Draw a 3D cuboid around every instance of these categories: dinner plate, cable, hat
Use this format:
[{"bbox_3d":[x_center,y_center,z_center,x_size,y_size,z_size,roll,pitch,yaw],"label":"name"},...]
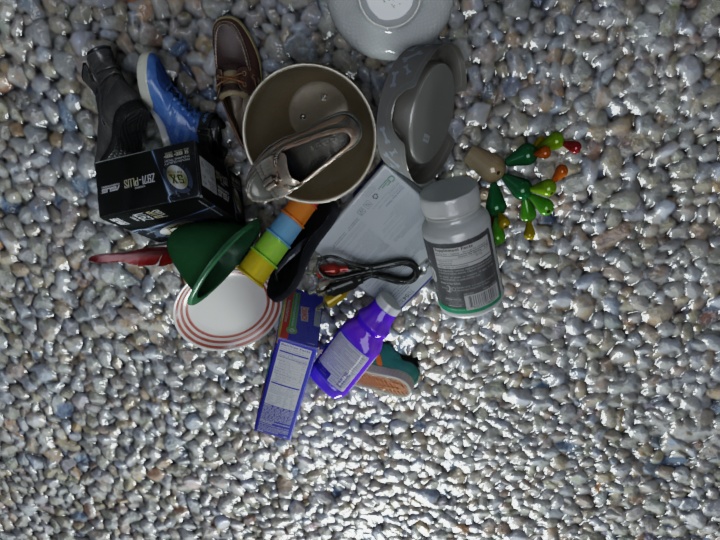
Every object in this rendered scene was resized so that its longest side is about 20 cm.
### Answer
[{"bbox_3d":[-0.238,0.065,1.230,0.195,0.025,0.203,-11,132,-12],"label":"dinner plate"},{"bbox_3d":[0.000,0.000,1.169,0.195,0.050,0.099,-18,109,-2],"label":"cable"},{"bbox_3d":[-0.281,-0.060,1.073,0.175,0.200,0.166,40,137,2],"label":"hat"}]

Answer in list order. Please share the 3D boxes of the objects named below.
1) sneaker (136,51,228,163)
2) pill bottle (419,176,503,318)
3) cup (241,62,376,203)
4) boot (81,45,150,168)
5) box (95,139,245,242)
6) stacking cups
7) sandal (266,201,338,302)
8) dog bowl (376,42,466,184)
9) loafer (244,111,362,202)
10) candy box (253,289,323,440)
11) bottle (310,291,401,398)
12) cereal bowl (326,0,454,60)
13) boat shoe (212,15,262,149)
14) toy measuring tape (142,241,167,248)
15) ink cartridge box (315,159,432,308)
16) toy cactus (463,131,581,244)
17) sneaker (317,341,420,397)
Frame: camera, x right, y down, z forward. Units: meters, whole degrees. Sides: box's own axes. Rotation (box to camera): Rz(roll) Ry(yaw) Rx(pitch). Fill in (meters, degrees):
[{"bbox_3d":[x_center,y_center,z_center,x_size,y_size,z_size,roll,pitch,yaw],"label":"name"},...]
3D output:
[{"bbox_3d":[-0.271,-0.249,1.078,0.108,0.077,0.204,-5,120,12],"label":"sneaker"},{"bbox_3d":[0.160,-0.037,1.094,0.110,0.114,0.204,-12,115,9],"label":"pill bottle"},{"bbox_3d":[-0.069,-0.224,1.043,0.195,0.144,0.205,2,116,4],"label":"cup"},{"bbox_3d":[-0.402,-0.253,1.093,0.199,0.069,0.133,-40,79,45],"label":"boot"},{"bbox_3d":[-0.289,-0.116,1.071,0.159,0.200,0.089,-10,80,8],"label":"box"},{"bbox_3d":[-0.128,-0.070,1.133,0.060,0.060,0.202,35,83,-14],"label":"stacking cups"},{"bbox_3d":[-0.110,-0.041,1.165,0.042,0.076,0.203,24,102,-37],"label":"sandal"},{"bbox_3d":[0.089,-0.234,1.008,0.058,0.199,0.205,19,120,27],"label":"dog bowl"},{"bbox_3d":[-0.087,-0.156,0.962,0.197,0.063,0.073,-30,110,16],"label":"loafer"},{"bbox_3d":[-0.126,0.163,1.217,0.075,0.170,0.204,15,116,-6],"label":"candy box"},{"bbox_3d":[-0.006,0.127,1.188,0.083,0.065,0.201,40,108,10],"label":"bottle"},{"bbox_3d":[0.042,-0.403,0.984,0.194,0.084,0.205,2,116,4],"label":"cereal bowl"},{"bbox_3d":[-0.189,-0.285,1.060,0.070,0.072,0.205,-4,115,5],"label":"boat shoe"},{"bbox_3d":[-0.283,-0.028,1.193,0.195,0.074,0.075,-10,115,8],"label":"toy measuring tape"},{"bbox_3d":[0.050,-0.054,1.174,0.199,0.044,0.196,38,112,-17],"label":"ink cartridge box"},{"bbox_3d":[0.245,-0.149,1.102,0.163,0.102,0.202,34,117,8],"label":"toy cactus"},{"bbox_3d":[0.018,0.169,1.274,0.196,0.080,0.073,18,134,17],"label":"sneaker"}]
